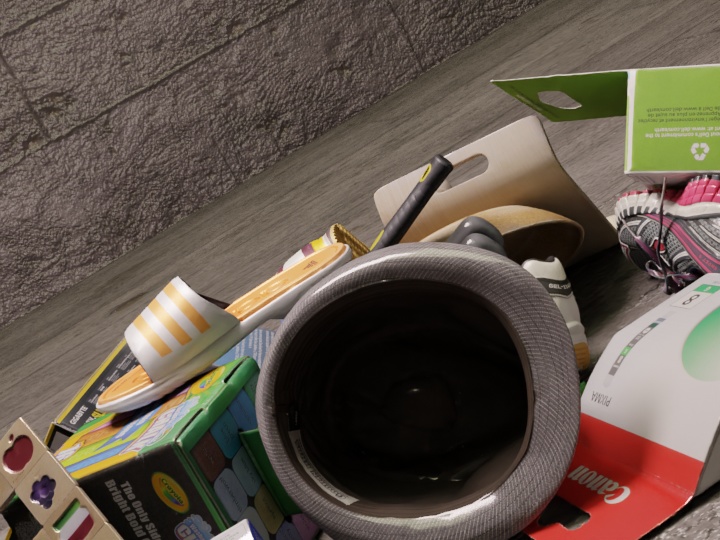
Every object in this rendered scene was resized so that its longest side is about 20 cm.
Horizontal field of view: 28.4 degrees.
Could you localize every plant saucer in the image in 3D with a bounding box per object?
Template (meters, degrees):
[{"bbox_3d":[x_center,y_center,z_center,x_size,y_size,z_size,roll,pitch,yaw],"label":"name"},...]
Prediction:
[{"bbox_3d":[0.073,0.006,1.072,0.199,0.036,0.201,-25,-20,-10],"label":"plant saucer"}]

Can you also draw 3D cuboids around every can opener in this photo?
[{"bbox_3d":[0.039,0.061,0.920,0.201,0.067,0.053,-53,15,21],"label":"can opener"}]

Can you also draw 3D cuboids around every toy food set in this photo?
[{"bbox_3d":[0.116,-0.045,1.139,0.142,0.061,0.200,-25,-29,19],"label":"toy food set"}]

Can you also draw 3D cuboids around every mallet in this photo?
[{"bbox_3d":[0.000,0.000,1.012,0.201,0.041,0.066,-56,17,7],"label":"mallet"}]

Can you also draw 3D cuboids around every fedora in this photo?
[{"bbox_3d":[0.041,0.077,0.831,0.198,0.179,0.090,-14,-11,19],"label":"fedora"}]

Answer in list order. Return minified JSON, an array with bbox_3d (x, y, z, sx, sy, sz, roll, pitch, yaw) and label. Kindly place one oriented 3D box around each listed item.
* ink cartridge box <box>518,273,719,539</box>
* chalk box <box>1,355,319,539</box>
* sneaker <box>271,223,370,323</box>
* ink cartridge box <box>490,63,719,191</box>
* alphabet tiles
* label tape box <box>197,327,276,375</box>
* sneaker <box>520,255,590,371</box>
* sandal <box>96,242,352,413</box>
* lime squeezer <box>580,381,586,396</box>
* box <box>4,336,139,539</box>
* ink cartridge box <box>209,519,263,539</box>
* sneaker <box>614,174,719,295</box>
[{"bbox_3d":[0.163,0.074,0.782,0.199,0.050,0.161,-30,11,-11],"label":"ink cartridge box"},{"bbox_3d":[-0.105,0.147,0.924,0.199,0.126,0.124,-22,14,26],"label":"chalk box"},{"bbox_3d":[-0.020,0.027,1.144,0.090,0.075,0.200,-34,-25,5],"label":"sneaker"},{"bbox_3d":[0.208,-0.092,1.010,0.198,0.077,0.147,0,-6,26],"label":"ink cartridge box"},{"bbox_3d":[-0.225,0.218,0.863,0.200,0.167,0.008,-50,-30,3],"label":"alphabet tiles"},{"bbox_3d":[-0.057,0.094,1.116,0.198,0.064,0.144,12,10,-5],"label":"label tape box"},{"bbox_3d":[0.075,0.039,0.999,0.199,0.089,0.075,-14,-5,42],"label":"sneaker"},{"bbox_3d":[-0.103,0.023,0.979,0.206,0.060,0.079,-34,12,-13],"label":"sandal"},{"bbox_3d":[0.057,0.086,0.953,0.198,0.071,0.038,12,11,26],"label":"lime squeezer"},{"bbox_3d":[-0.221,0.155,1.147,0.200,0.049,0.161,-65,-2,-70],"label":"box"},{"bbox_3d":[-0.126,0.225,0.766,0.199,0.044,0.094,-30,35,-2],"label":"ink cartridge box"},{"bbox_3d":[0.222,-0.016,0.968,0.080,0.076,0.200,12,-5,-6],"label":"sneaker"}]
